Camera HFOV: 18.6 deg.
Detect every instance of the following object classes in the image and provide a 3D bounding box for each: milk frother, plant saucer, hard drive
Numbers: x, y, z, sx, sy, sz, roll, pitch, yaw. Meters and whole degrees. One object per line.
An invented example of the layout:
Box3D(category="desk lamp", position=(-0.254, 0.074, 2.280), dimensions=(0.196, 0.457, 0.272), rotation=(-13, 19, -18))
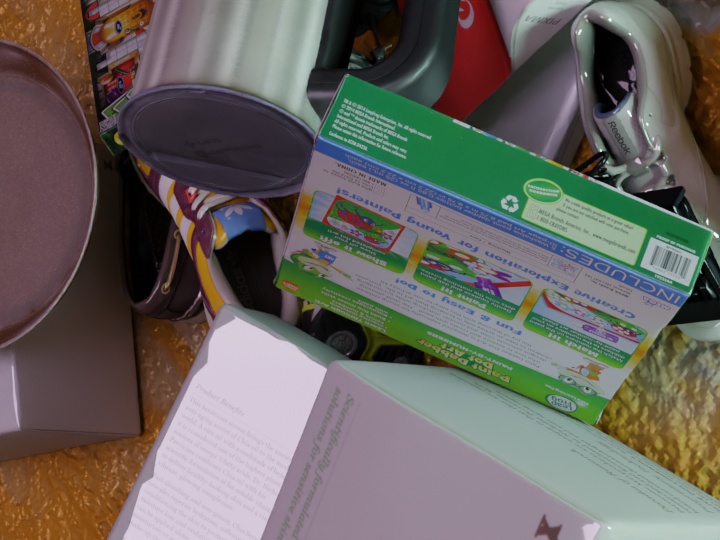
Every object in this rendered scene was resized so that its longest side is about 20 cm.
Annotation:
Box3D(category="milk frother", position=(-0.054, -0.171, 1.168), dimensions=(0.180, 0.200, 0.189), rotation=(-7, 59, 33))
Box3D(category="plant saucer", position=(-0.238, -0.044, 1.377), dimensions=(0.199, 0.032, 0.201), rotation=(-4, 81, 28))
Box3D(category="hard drive", position=(0.084, -0.121, 1.292), dimensions=(0.132, 0.026, 0.201), rotation=(31, 105, 35))

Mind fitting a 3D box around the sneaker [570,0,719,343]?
Box3D(category="sneaker", position=(0.155, -0.054, 1.186), dimensions=(0.074, 0.087, 0.201), rotation=(-25, 81, 24))

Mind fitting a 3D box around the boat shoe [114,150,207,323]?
Box3D(category="boat shoe", position=(-0.126, -0.067, 1.423), dimensions=(0.072, 0.059, 0.201), rotation=(-7, 81, 36))

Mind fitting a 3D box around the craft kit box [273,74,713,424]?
Box3D(category="craft kit box", position=(0.062, -0.005, 1.150), dimensions=(0.199, 0.198, 0.049), rotation=(24, 63, 1))

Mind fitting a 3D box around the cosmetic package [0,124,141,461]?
Box3D(category="cosmetic package", position=(-0.265, 0.026, 1.481), dimensions=(0.199, 0.123, 0.200), rotation=(-13, 77, 33))

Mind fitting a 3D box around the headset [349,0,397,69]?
Box3D(category="headset", position=(-0.032, -0.152, 1.339), dimensions=(0.200, 0.094, 0.124), rotation=(43, 111, 43))

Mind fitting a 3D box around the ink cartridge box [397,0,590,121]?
Box3D(category="ink cartridge box", position=(0.067, -0.195, 1.227), dimensions=(0.200, 0.050, 0.162), rotation=(-40, 57, 41))

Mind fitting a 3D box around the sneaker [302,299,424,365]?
Box3D(category="sneaker", position=(0.000, 0.000, 1.312), dimensions=(0.076, 0.075, 0.201), rotation=(-118, 34, -61))

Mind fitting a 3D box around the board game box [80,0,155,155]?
Box3D(category="board game box", position=(-0.123, -0.157, 1.377), dimensions=(0.104, 0.023, 0.200), rotation=(-25, 39, 7))

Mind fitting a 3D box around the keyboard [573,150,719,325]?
Box3D(category="keyboard", position=(0.107, -0.004, 1.195), dimensions=(0.200, 0.040, 0.104), rotation=(-10, 112, 54))

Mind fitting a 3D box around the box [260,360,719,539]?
Box3D(category="box", position=(0.066, 0.179, 1.183), dimensions=(0.200, 0.171, 0.200), rotation=(30, 103, 35))

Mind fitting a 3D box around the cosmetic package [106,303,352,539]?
Box3D(category="cosmetic package", position=(-0.069, 0.132, 1.253), dimensions=(0.101, 0.071, 0.201), rotation=(29, 96, 24))

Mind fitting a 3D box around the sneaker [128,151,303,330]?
Box3D(category="sneaker", position=(-0.084, -0.043, 1.348), dimensions=(0.201, 0.075, 0.090), rotation=(64, 164, 4))
